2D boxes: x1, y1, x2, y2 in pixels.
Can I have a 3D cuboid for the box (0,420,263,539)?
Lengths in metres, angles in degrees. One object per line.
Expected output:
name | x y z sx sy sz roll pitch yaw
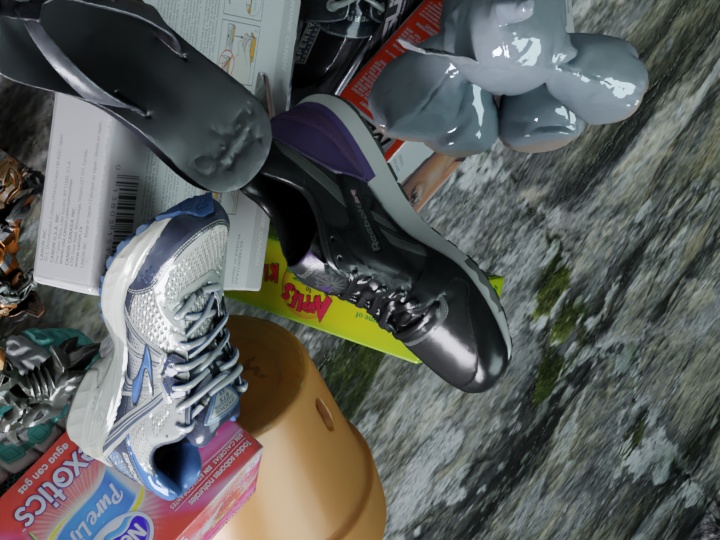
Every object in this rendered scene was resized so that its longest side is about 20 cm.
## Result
box | -0.158 0.158 1.267 0.200 0.095 0.103 -46 169 -19

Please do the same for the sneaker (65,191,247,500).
sneaker | -0.093 0.045 1.144 0.077 0.085 0.201 -29 150 -39

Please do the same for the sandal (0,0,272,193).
sandal | -0.124 -0.110 1.084 0.199 0.043 0.077 30 83 -25

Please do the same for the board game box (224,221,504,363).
board game box | -0.021 0.002 1.366 0.101 0.199 0.048 -9 114 -60

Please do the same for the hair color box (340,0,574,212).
hair color box | 0.058 -0.127 1.427 0.200 0.064 0.111 -47 161 -11

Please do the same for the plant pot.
plant pot | -0.091 0.126 1.437 0.200 0.199 0.141 -41 135 -33

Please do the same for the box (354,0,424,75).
box | 0.064 -0.247 1.412 0.193 0.047 0.201 -35 149 -44

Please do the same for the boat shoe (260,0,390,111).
boat shoe | -0.010 -0.169 1.282 0.071 0.068 0.200 4 138 -28

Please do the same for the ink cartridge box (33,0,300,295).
ink cartridge box | -0.104 -0.088 1.194 0.176 0.044 0.202 2 97 -63

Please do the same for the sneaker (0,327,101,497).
sneaker | -0.226 0.117 1.295 0.200 0.078 0.091 -48 165 1

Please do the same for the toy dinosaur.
toy dinosaur | -0.229 0.031 1.172 0.200 0.102 0.135 -43 145 14

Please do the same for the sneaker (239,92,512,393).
sneaker | 0.000 0.000 1.226 0.087 0.200 0.076 -36 176 -45

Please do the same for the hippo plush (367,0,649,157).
hippo plush | 0.073 -0.172 1.301 0.200 0.158 0.162 25 54 -54
